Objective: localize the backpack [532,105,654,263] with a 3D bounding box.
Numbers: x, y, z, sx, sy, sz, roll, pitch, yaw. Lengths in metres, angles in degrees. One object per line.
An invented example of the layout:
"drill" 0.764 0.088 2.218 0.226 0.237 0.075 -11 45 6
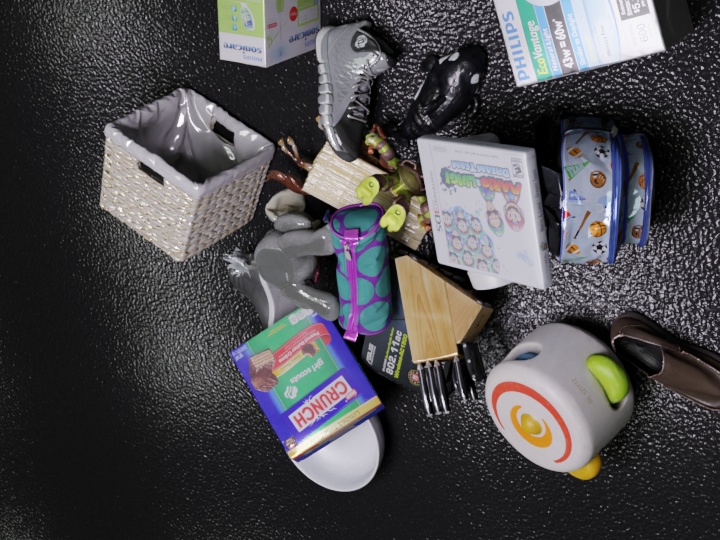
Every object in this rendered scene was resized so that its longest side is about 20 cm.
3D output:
"backpack" 0.295 -0.093 1.482 0.153 0.191 0.201 -1 111 17

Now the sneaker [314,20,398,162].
"sneaker" 0.002 -0.261 1.655 0.115 0.075 0.201 -11 85 28

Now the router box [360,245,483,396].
"router box" 0.091 0.083 1.778 0.150 0.062 0.201 26 123 24

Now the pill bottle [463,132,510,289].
"pill bottle" 0.166 -0.080 1.623 0.112 0.112 0.201 -11 104 36

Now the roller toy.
"roller toy" 0.272 0.181 1.626 0.182 0.140 0.200 31 143 32

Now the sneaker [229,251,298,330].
"sneaker" -0.157 0.051 1.934 0.099 0.071 0.201 16 126 44

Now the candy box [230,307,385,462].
"candy box" -0.083 0.173 1.840 0.169 0.077 0.200 -33 77 1

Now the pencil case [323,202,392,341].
"pencil case" 0.000 0.000 1.677 0.085 0.093 0.201 13 134 22

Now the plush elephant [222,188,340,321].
"plush elephant" -0.090 -0.036 1.801 0.199 0.155 0.165 7 124 23

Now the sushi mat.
"sushi mat" 0.016 -0.110 1.735 0.199 0.012 0.096 28 128 -1

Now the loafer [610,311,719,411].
"loafer" 0.418 0.134 1.576 0.200 0.071 0.073 30 124 20

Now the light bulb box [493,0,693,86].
"light bulb box" 0.272 -0.349 1.423 0.199 0.125 0.199 -10 105 35

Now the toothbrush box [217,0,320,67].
"toothbrush box" -0.128 -0.405 1.652 0.086 0.146 0.201 15 118 27

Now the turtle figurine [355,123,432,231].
"turtle figurine" 0.064 -0.111 1.630 0.064 0.161 0.200 -26 100 29

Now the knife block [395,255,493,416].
"knife block" 0.099 0.099 1.660 0.200 0.064 0.176 35 97 22

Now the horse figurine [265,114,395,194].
"horse figurine" -0.047 -0.166 1.760 0.200 0.050 0.133 -29 106 30

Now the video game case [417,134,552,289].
"video game case" 0.159 -0.078 1.510 0.200 0.024 0.183 16 123 49

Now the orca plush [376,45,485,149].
"orca plush" 0.091 -0.237 1.628 0.200 0.071 0.105 -25 96 39

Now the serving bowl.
"serving bowl" -0.039 0.264 1.944 0.199 0.066 0.201 14 118 29

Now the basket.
"basket" -0.275 -0.153 1.836 0.198 0.200 0.161 34 131 17
